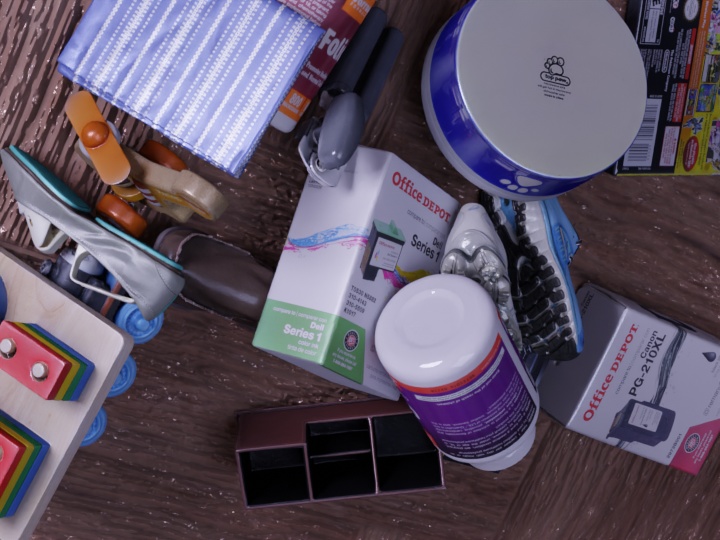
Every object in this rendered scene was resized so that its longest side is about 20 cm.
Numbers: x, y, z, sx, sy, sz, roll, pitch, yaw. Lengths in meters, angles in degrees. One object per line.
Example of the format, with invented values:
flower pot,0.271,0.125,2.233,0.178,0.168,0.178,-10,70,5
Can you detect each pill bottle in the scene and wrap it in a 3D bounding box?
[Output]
pill bottle,-0.055,-0.231,1.290,0.114,0.114,0.200,31,95,-31
pill bottle,0.095,0.100,1.358,0.112,0.112,0.200,-39,137,-7

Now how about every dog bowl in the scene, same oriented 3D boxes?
dog bowl,0.162,-0.170,1.383,0.199,0.079,0.201,4,77,-20

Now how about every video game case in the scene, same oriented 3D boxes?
video game case,0.344,-0.196,1.541,0.180,0.025,0.201,-2,109,-24

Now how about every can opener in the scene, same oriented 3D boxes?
can opener,0.001,-0.157,1.313,0.053,0.067,0.200,46,49,-29

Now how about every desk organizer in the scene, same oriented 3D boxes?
desk organizer,-0.019,0.174,1.439,0.199,0.077,0.072,-6,111,0

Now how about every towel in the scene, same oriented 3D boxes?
towel,-0.144,-0.184,1.244,0.145,0.200,0.024,-59,164,3

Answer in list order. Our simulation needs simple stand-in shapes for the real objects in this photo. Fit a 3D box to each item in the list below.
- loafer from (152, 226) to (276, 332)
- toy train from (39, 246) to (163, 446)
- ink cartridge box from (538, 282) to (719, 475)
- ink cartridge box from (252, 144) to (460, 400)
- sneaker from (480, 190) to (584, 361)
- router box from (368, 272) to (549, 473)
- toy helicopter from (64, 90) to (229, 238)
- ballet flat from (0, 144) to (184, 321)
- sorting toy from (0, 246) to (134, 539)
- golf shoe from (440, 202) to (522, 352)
loafer,-0.109,0.010,1.347,0.200,0.071,0.073,21,78,-51
toy train,-0.258,0.068,1.318,0.114,0.087,0.200,25,97,-36
ink cartridge box,0.301,0.117,1.603,0.199,0.084,0.145,21,98,-30
ink cartridge box,0.000,0.000,1.362,0.145,0.084,0.201,30,75,-55
sneaker,0.191,-0.010,1.471,0.090,0.078,0.201,-3,75,-38
router box,0.107,0.095,1.523,0.157,0.052,0.201,18,101,-29
toy helicopter,-0.177,-0.083,1.239,0.079,0.200,0.132,-53,127,-13
ballet flat,-0.238,-0.029,1.255,0.200,0.067,0.064,35,90,11
sorting toy,-0.322,0.092,1.238,0.200,0.198,0.070,-61,160,6
golf shoe,0.116,0.022,1.428,0.078,0.097,0.200,1,138,4
